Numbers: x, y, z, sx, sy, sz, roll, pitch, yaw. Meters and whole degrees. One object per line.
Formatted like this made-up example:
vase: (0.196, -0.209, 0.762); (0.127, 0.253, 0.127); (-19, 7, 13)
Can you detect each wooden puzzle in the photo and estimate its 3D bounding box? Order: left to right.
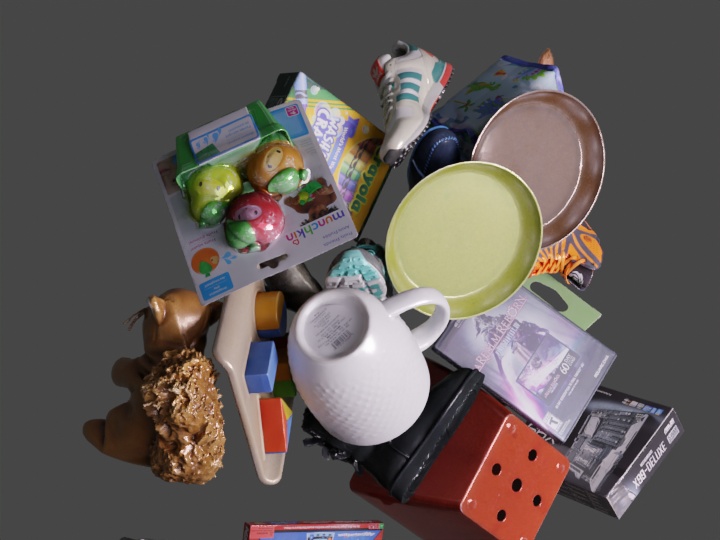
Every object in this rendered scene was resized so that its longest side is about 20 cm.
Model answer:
wooden puzzle: (-0.104, 0.107, 1.383); (0.186, 0.046, 0.201); (-83, 161, -51)

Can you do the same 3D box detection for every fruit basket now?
fruit basket: (-0.120, -0.082, 1.341); (0.184, 0.201, 0.094); (-23, 145, 1)

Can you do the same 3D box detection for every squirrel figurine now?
squirrel figurine: (-0.193, 0.120, 1.325); (0.140, 0.200, 0.188); (12, 97, -29)

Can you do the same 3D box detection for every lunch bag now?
lunch bag: (0.193, -0.147, 1.610); (0.170, 0.127, 0.201); (-38, 128, -23)

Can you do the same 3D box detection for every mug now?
mug: (0.013, 0.086, 1.402); (0.199, 0.148, 0.176); (-31, 149, -1)

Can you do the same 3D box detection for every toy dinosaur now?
toy dinosaur: (-0.084, 0.014, 1.446); (0.077, 0.102, 0.201); (-32, 111, -27)

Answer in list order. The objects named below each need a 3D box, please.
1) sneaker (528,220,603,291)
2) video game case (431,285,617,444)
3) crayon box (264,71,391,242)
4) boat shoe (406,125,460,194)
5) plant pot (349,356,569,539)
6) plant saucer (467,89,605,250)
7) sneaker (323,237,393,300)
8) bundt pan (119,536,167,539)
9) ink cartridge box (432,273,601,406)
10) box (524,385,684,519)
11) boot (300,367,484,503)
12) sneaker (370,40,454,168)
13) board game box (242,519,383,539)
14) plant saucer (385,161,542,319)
sneaker: (0.254, -0.014, 1.648); (0.199, 0.078, 0.112); (-33, 71, -34)
video game case: (0.206, 0.102, 1.552); (0.199, 0.019, 0.143); (36, 66, 2)
crayon box: (-0.037, -0.133, 1.494); (0.199, 0.051, 0.127); (32, 77, -32)
boat shoe: (0.102, -0.083, 1.533); (0.083, 0.069, 0.201); (-17, 133, -18)
plant pot: (0.143, 0.254, 1.580); (0.200, 0.176, 0.201); (39, 73, -30)
plant saucer: (0.212, -0.124, 1.526); (0.199, 0.032, 0.202); (-9, 110, -25)
sneaker: (0.000, 0.000, 1.479); (0.077, 0.200, 0.092); (-2, 71, 6)
bundt pan: (-0.258, 0.391, 1.382); (0.200, 0.076, 0.204); (-3, 96, -34)
ink cartridge box: (0.204, 0.065, 1.624); (0.200, 0.145, 0.048); (-40, 153, -23)
box: (0.311, 0.234, 1.676); (0.158, 0.199, 0.050); (-46, 123, -20)
boot: (0.035, 0.166, 1.504); (0.199, 0.162, 0.073); (-54, 162, -6)
sneaker: (0.043, -0.207, 1.503); (0.093, 0.070, 0.200); (33, 48, -6)
board game box: (-0.061, 0.366, 1.548); (0.199, 0.019, 0.104); (7, 92, -34)
plant saucer: (0.120, -0.039, 1.480); (0.198, 0.031, 0.202); (-6, 115, -14)
